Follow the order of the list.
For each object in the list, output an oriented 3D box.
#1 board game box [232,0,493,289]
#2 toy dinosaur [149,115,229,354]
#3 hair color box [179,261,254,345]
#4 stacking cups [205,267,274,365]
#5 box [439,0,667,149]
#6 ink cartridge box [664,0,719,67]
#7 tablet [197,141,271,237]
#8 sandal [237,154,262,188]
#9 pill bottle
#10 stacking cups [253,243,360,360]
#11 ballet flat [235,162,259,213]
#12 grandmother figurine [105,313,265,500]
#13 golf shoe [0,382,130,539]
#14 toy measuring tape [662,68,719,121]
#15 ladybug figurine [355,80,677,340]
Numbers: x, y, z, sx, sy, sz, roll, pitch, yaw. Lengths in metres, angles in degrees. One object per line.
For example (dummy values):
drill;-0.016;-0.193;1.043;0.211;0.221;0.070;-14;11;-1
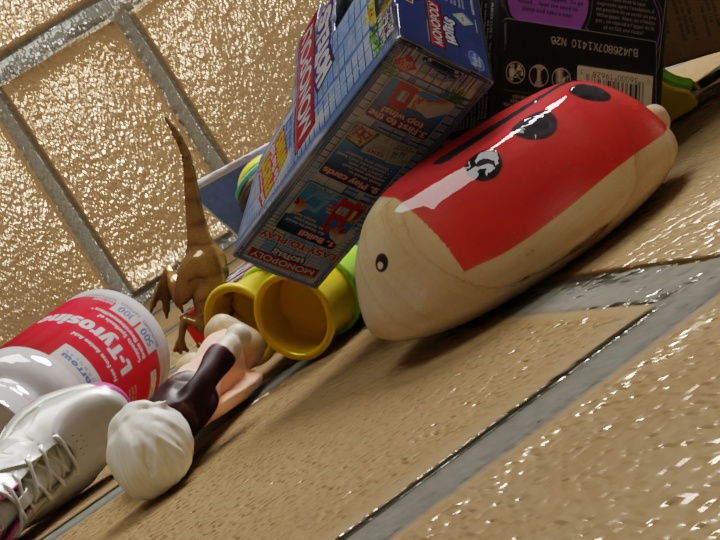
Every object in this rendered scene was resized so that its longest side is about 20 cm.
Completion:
board game box;-0.006;-0.100;0.973;0.200;0.061;0.201;-55;22;32
toy dinosaur;-0.114;-0.006;1.193;0.060;0.202;0.106;-10;-1;-24
hair color box;-0.058;0.007;1.338;0.101;0.061;0.200;-31;5;23
stacking cups;-0.034;0.005;1.200;0.060;0.061;0.200;-28;4;36
box;0.088;-0.119;1.047;0.121;0.107;0.200;6;-3;-23
ink cartridge box;0.210;-0.248;1.171;0.164;0.201;0.075;-14;9;18
tablet;-0.032;-0.082;1.395;0.199;0.014;0.130;-27;-38;17
sandal;-0.005;-0.086;1.328;0.198;0.080;0.087;-9;11;-10
pill bottle;-0.241;0.098;1.309;0.112;0.113;0.200;-30;7;28
stacking cups;0.000;0.000;1.141;0.060;0.061;0.200;-29;3;32
ballet flat;-0.013;-0.065;1.190;0.073;0.073;0.200;-29;1;30
grandmother figurine;-0.105;0.083;1.011;0.122;0.060;0.200;-60;0;19
golf shoe;-0.230;0.150;1.107;0.199;0.076;0.091;-36;22;-13
toy measuring tape;0.199;-0.136;1.091;0.199;0.074;0.074;-31;6;23
ladybug figurine;0.077;-0.039;0.870;0.199;0.072;0.136;-34;14;-15
